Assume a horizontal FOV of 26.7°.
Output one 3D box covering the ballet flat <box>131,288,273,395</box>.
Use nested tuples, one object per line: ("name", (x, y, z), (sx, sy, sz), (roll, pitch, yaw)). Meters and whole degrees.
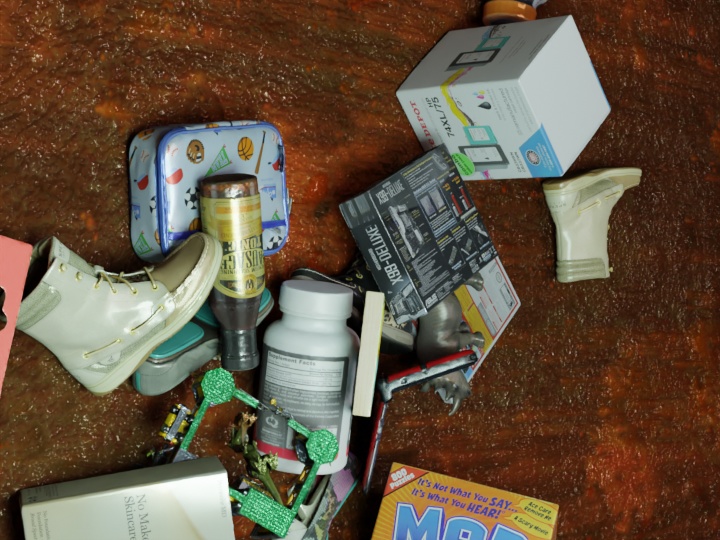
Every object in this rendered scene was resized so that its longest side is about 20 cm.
("ballet flat", (-0.172, 0.076, 1.635), (0.199, 0.067, 0.064), (-29, 138, -44))

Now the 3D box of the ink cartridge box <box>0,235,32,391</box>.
("ink cartridge box", (-0.393, 0.022, 1.359), (0.199, 0.057, 0.164), (18, 75, -29))

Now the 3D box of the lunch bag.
("lunch bag", (-0.157, -0.079, 1.636), (0.199, 0.075, 0.162), (-8, 97, -47))

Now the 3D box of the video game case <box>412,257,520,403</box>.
("video game case", (0.136, 0.055, 2.003), (0.200, 0.017, 0.144), (-52, 125, -36))

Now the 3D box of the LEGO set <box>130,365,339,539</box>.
("LEGO set", (-0.133, 0.198, 1.609), (0.199, 0.116, 0.155), (24, 72, -18))

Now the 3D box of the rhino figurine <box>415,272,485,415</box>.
("rhino figurine", (0.108, 0.082, 1.911), (0.087, 0.060, 0.202), (-3, 92, -29))

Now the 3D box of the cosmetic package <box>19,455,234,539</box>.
("cosmetic package", (-0.226, 0.252, 1.479), (0.198, 0.073, 0.105), (-9, 97, -12))

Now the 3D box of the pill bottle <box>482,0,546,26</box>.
("pill bottle", (0.210, -0.422, 2.032), (0.106, 0.106, 0.202), (19, 75, -46))

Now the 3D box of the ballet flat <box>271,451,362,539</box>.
("ballet flat", (-0.062, 0.283, 1.749), (0.071, 0.069, 0.201), (41, 54, -19))

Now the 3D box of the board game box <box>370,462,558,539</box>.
("board game box", (0.114, 0.366, 1.781), (0.200, 0.198, 0.202), (74, 30, -68))

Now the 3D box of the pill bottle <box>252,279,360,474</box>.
("pill bottle", (-0.058, 0.117, 1.689), (0.110, 0.110, 0.202), (-3, 102, -48))

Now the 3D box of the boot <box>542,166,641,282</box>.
("boot", (0.343, -0.069, 2.198), (0.199, 0.072, 0.157), (-16, 101, -46))

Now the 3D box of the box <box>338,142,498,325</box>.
("box", (0.073, -0.047, 1.809), (0.200, 0.050, 0.159), (-36, 101, -52))

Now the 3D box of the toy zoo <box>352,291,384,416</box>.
("toy zoo", (0.010, 0.095, 1.681), (0.200, 0.020, 0.133), (77, 19, -86))

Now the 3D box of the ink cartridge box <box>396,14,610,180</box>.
("ink cartridge box", (0.181, -0.215, 1.924), (0.146, 0.199, 0.147), (-50, 124, -34))

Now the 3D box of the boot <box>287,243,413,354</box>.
("boot", (0.000, 0.000, 1.812), (0.199, 0.073, 0.152), (29, 63, -35))

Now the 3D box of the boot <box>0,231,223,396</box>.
("boot", (-0.245, 0.010, 1.493), (0.200, 0.072, 0.155), (-46, 124, 1))

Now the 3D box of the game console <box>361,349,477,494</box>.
("game console", (0.067, 0.175, 1.775), (0.200, 0.171, 0.120), (86, -14, -85))

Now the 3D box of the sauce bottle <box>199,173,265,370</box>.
("sauce bottle", (-0.129, 0.002, 1.578), (0.066, 0.066, 0.202), (-19, 109, -47))
